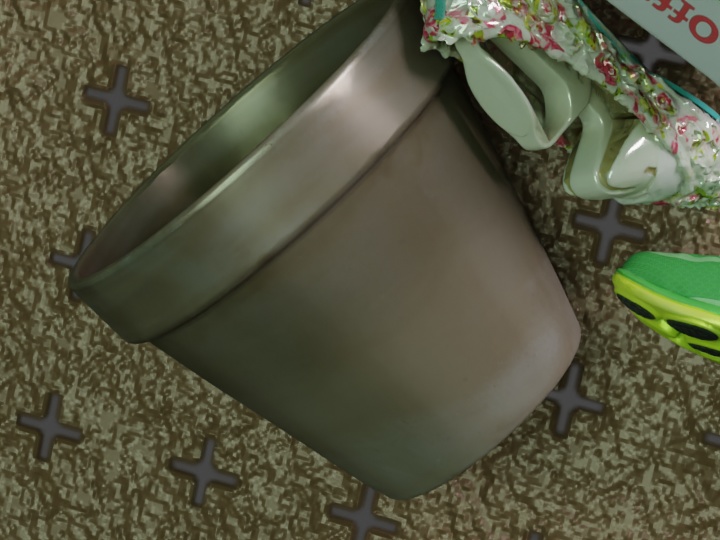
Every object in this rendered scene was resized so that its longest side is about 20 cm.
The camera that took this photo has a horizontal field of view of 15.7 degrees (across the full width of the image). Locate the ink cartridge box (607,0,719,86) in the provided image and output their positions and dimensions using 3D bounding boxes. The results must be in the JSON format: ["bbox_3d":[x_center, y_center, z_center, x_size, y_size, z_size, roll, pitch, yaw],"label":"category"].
[{"bbox_3d":[0.166,-0.211,1.059,0.147,0.146,0.200,38,134,9],"label":"ink cartridge box"}]

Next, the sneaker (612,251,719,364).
[{"bbox_3d":[0.212,0.003,1.156,0.200,0.074,0.084,0,71,19],"label":"sneaker"}]

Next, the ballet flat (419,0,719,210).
[{"bbox_3d":[0.092,-0.070,1.127,0.076,0.200,0.064,-12,48,49],"label":"ballet flat"}]

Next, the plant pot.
[{"bbox_3d":[0.000,0.000,1.161,0.200,0.200,0.174,-39,103,16],"label":"plant pot"}]
